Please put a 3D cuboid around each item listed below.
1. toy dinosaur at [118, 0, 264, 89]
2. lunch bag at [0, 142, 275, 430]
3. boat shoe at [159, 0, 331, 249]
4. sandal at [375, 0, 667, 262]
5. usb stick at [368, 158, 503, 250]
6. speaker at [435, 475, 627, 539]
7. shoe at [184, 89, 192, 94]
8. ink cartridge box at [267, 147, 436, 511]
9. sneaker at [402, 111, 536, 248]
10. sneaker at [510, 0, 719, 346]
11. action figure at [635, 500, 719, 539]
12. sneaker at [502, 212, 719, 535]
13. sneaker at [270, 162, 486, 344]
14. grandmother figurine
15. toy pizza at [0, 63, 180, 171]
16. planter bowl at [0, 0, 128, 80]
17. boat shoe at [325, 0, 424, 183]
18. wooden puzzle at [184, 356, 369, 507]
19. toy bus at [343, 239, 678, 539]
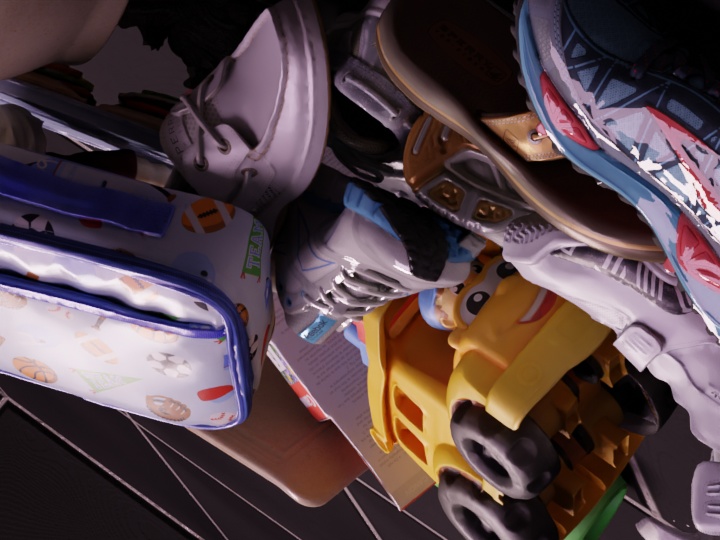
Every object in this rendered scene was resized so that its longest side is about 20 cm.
[{"bbox_3d":[-0.063,-0.114,1.461,0.200,0.077,0.102,34,-170,-33],"label":"toy dinosaur"},{"bbox_3d":[-0.143,0.003,1.356,0.199,0.076,0.161,13,152,10],"label":"lunch bag"},{"bbox_3d":[-0.064,-0.063,1.327,0.200,0.069,0.071,114,149,-52],"label":"boat shoe"},{"bbox_3d":[0.090,-0.071,1.159,0.200,0.080,0.054,38,144,20],"label":"sandal"},{"bbox_3d":[0.068,-0.007,1.498,0.055,0.033,0.200,21,157,50],"label":"usb stick"},{"bbox_3d":[0.075,0.110,1.759,0.200,0.089,0.089,36,167,14],"label":"speaker"},{"bbox_3d":[-0.042,-0.028,1.601,0.200,0.091,0.071,39,167,4],"label":"shoe"},{"bbox_3d":[-0.001,0.027,1.537,0.200,0.109,0.050,53,170,-1],"label":"ink cartridge box"},{"bbox_3d":[0.117,-0.021,1.268,0.199,0.076,0.088,35,-173,17],"label":"sneaker"},{"bbox_3d":[0.145,-0.058,1.067,0.200,0.079,0.095,48,139,-14],"label":"sneaker"},{"bbox_3d":[0.216,0.153,1.286,0.104,0.193,0.201,13,123,49],"label":"action figure"},{"bbox_3d":[0.146,0.047,1.178,0.199,0.116,0.075,18,-167,17],"label":"sneaker"},{"bbox_3d":[0.000,0.000,1.338,0.075,0.087,0.200,26,179,-17],"label":"sneaker"},{"bbox_3d":[-0.161,-0.034,1.462,0.200,0.121,0.061,42,-157,-59],"label":"grandmother figurine"},{"bbox_3d":[-0.143,-0.089,1.463,0.199,0.032,0.200,20,177,1],"label":"toy pizza"},{"bbox_3d":[-0.185,-0.177,1.341,0.134,0.202,0.200,16,178,-26],"label":"planter bowl"},{"bbox_3d":[0.004,-0.086,1.336,0.074,0.065,0.202,40,167,-4],"label":"boat shoe"},{"bbox_3d":[-0.032,0.048,1.626,0.200,0.185,0.037,31,148,38],"label":"wooden puzzle"},{"bbox_3d":[0.062,0.038,1.420,0.192,0.136,0.200,38,159,21],"label":"toy bus"}]
